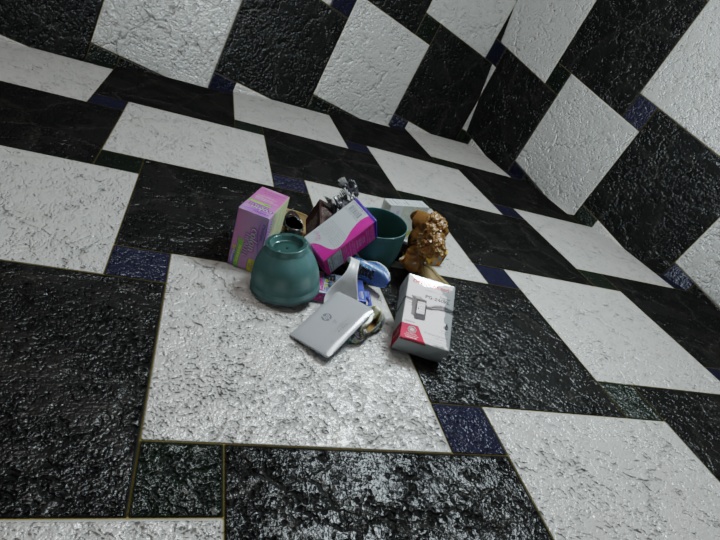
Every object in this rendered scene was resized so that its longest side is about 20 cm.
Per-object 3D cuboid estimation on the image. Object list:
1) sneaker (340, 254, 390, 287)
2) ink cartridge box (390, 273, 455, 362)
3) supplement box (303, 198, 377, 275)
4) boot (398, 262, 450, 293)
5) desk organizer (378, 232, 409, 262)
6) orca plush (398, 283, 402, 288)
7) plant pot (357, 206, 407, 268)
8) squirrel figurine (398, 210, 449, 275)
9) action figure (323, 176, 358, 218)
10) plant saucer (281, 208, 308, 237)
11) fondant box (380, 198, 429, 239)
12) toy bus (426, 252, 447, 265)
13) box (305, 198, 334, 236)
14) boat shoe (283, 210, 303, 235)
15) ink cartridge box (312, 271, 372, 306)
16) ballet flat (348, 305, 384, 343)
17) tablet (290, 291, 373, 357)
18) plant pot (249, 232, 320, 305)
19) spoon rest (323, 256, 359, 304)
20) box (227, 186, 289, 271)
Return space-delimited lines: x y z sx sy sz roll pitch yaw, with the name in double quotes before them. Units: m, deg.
"sneaker" 0.000 0.000 1.620 0.197 0.080 0.089 27 20 13
"ink cartridge box" 0.172 0.126 1.434 0.142 0.084 0.204 16 58 -5
"supplement box" -0.056 -0.099 1.552 0.198 0.104 0.102 -37 68 -13
"boot" 0.188 0.047 1.706 0.174 0.067 0.198 35 32 30
"desk organizer" 0.136 -0.065 1.846 0.196 0.079 0.072 24 12 7
"orca plush" 0.199 0.096 1.552 0.103 0.071 0.203 -16 66 -24
"plant pot" 0.043 -0.089 1.731 0.195 0.164 0.202 9 33 -6
"squirrel figurine" 0.201 -0.087 1.697 0.140 0.189 0.200 34 -11 -9
"action figure" -0.064 -0.234 1.715 0.102 0.118 0.201 46 22 -10
"plant saucer" -0.238 -0.152 1.810 0.195 0.036 0.202 16 28 -8
"fondant box" 0.157 -0.198 2.046 0.196 0.147 0.058 -1 34 -35
"toy bus" 0.264 -0.112 2.005 0.077 0.066 0.203 3 45 -27
"box" -0.127 -0.126 1.713 0.074 0.100 0.203 22 38 -26
"boat shoe" -0.217 -0.151 1.718 0.072 0.064 0.203 10 27 -13
"ink cartridge box" -0.054 0.060 1.545 0.195 0.043 0.120 15 28 -15
"ballet flat" 0.027 0.133 1.430 0.071 0.073 0.200 28 28 17
"tablet" -0.070 0.132 1.345 0.128 0.014 0.200 24 44 26
"plant pot" -0.202 -0.017 1.436 0.195 0.137 0.202 6 30 -3
"spoon rest" -0.042 0.047 1.466 0.097 0.061 0.204 20 62 -8
"box" -0.299 -0.124 1.558 0.095 0.179 0.201 19 27 0
